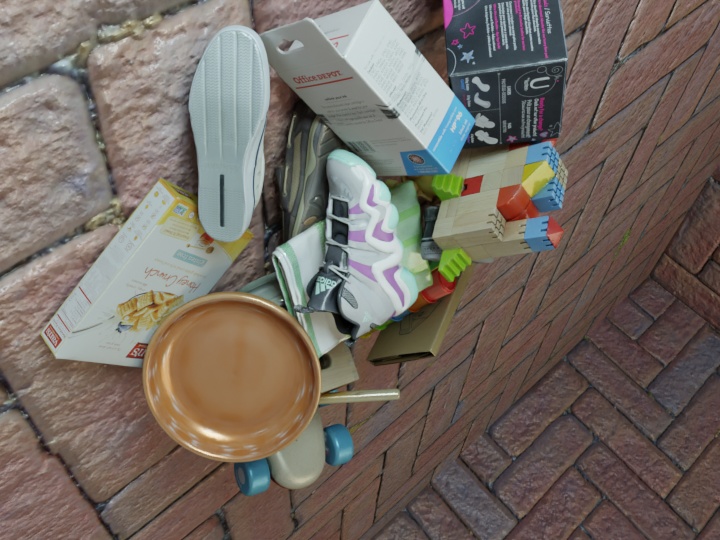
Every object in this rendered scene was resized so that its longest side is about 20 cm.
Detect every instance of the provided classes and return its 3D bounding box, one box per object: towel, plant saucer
[{"bbox_3d":[0.000,0.000,0.840,0.198,0.031,0.152,-29,123,-26],"label":"towel"},{"bbox_3d":[-0.141,0.117,0.808,0.201,0.199,0.038,-53,-168,13],"label":"plant saucer"},{"bbox_3d":[-0.104,0.038,0.916,0.197,0.051,0.200,-22,171,-4],"label":"plant saucer"}]

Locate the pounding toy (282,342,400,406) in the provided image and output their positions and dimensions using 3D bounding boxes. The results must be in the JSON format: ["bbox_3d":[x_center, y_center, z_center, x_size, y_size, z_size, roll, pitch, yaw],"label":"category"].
[{"bbox_3d":[-0.086,0.146,0.962,0.182,0.145,0.198,-27,169,34],"label":"pounding toy"}]

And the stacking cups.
[{"bbox_3d":[0.061,0.045,1.138,0.060,0.061,0.199,-16,168,-48],"label":"stacking cups"}]

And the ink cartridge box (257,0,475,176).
[{"bbox_3d":[0.003,-0.177,0.681,0.199,0.115,0.069,41,70,-34],"label":"ink cartridge box"}]

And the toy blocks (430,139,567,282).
[{"bbox_3d":[0.162,-0.093,0.795,0.100,0.135,0.203,42,52,-39],"label":"toy blocks"}]

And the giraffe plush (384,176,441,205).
[{"bbox_3d":[0.118,-0.142,0.970,0.159,0.203,0.174,1,139,-20],"label":"giraffe plush"}]

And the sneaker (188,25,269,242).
[{"bbox_3d":[-0.122,-0.130,0.683,0.071,0.071,0.203,-85,-173,-61],"label":"sneaker"}]

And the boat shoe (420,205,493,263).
[{"bbox_3d":[0.127,-0.046,0.913,0.199,0.071,0.073,3,89,-70],"label":"boat shoe"}]

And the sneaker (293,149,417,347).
[{"bbox_3d":[-0.021,-0.010,0.755,0.139,0.077,0.203,-37,118,-26],"label":"sneaker"}]

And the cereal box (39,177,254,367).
[{"bbox_3d":[-0.216,0.012,0.757,0.201,0.039,0.143,-51,155,6],"label":"cereal box"}]

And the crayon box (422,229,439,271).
[{"bbox_3d":[0.096,-0.028,1.127,0.198,0.052,0.125,-30,-175,-33],"label":"crayon box"}]

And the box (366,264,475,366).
[{"bbox_3d":[0.101,0.058,1.157,0.162,0.021,0.202,-20,-145,54],"label":"box"}]

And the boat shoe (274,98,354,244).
[{"bbox_3d":[-0.055,-0.100,0.813,0.074,0.073,0.203,-15,134,-41],"label":"boat shoe"}]

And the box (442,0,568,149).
[{"bbox_3d":[0.146,-0.249,0.748,0.112,0.204,0.132,-4,157,11],"label":"box"}]

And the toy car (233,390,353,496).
[{"bbox_3d":[-0.144,0.262,1.162,0.181,0.180,0.199,-10,168,-34],"label":"toy car"}]
